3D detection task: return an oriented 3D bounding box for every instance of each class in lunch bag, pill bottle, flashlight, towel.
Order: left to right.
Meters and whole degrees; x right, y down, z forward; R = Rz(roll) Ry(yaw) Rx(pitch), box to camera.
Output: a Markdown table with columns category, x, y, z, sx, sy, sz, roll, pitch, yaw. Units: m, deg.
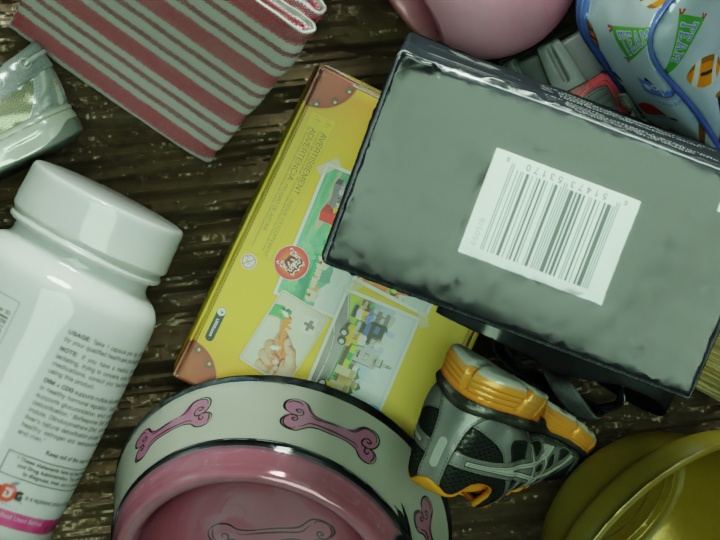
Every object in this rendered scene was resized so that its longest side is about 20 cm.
| category | x | y | z | sx | sy | sz | roll | pitch | yaw |
| --- | --- | --- | --- | --- | --- | --- | --- | --- | --- |
| pill bottle | -0.186 | 0.046 | 1.394 | 0.113 | 0.113 | 0.200 | 27 | 94 | -5 |
| towel | -0.110 | -0.142 | 1.353 | 0.146 | 0.200 | 0.030 | 36 | 61 | -6 |
| flashlight | 0.151 | -0.047 | 1.428 | 0.068 | 0.068 | 0.200 | -21 | 103 | 31 |
| lunch bag | 0.208 | -0.165 | 1.371 | 0.200 | 0.076 | 0.160 | -56 | 139 | -9 |

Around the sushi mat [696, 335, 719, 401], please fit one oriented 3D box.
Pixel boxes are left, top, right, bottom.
| category | x | y | z | sx | sy | sz | roll | pitch | yaw |
| --- | --- | --- | --- | --- | --- | --- | --- | --- | --- |
| sushi mat | 0.253 | 0.078 | 1.404 | 0.200 | 0.096 | 0.012 | 28 | 71 | -22 |

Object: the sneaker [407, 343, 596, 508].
| category | x | y | z | sx | sy | sz | roll | pitch | yaw |
| --- | --- | --- | --- | --- | --- | --- | --- | --- | --- |
| sneaker | 0.073 | 0.096 | 1.375 | 0.078 | 0.200 | 0.077 | 28 | 88 | 24 |

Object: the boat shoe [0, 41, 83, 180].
| category | x | y | z | sx | sy | sz | roll | pitch | yaw |
| --- | --- | --- | --- | --- | --- | --- | --- | --- | --- |
| boat shoe | -0.262 | -0.064 | 1.403 | 0.202 | 0.074 | 0.065 | -24 | 91 | -4 |

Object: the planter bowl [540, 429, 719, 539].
| category | x | y | z | sx | sy | sz | roll | pitch | yaw |
| --- | --- | --- | --- | --- | --- | --- | --- | --- | --- |
| planter bowl | 0.166 | 0.156 | 1.416 | 0.200 | 0.083 | 0.200 | -21 | 133 | -25 |

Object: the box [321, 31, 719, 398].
| category | x | y | z | sx | sy | sz | roll | pitch | yaw |
| --- | --- | --- | --- | --- | --- | --- | --- | --- | --- |
| box | 0.094 | -0.034 | 1.270 | 0.197 | 0.200 | 0.117 | 21 | 99 | 0 |

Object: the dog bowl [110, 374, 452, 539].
| category | x | y | z | sx | sy | sz | roll | pitch | yaw |
| --- | --- | --- | --- | --- | --- | --- | --- | --- | --- |
| dog bowl | -0.052 | 0.160 | 1.387 | 0.200 | 0.074 | 0.200 | 5 | 122 | 9 |

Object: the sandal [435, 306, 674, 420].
| category | x | y | z | sx | sy | sz | roll | pitch | yaw |
| --- | --- | --- | --- | --- | --- | --- | --- | --- | --- |
| sandal | 0.106 | 0.052 | 1.391 | 0.200 | 0.076 | 0.043 | 23 | 92 | -47 |

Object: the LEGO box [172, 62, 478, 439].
| category | x | y | z | sx | sy | sz | roll | pitch | yaw |
| --- | --- | --- | --- | --- | --- | --- | --- | --- | --- |
| LEGO box | 0.000 | 0.000 | 1.416 | 0.149 | 0.077 | 0.200 | 26 | 94 | -5 |

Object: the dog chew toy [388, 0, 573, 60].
| category | x | y | z | sx | sy | sz | roll | pitch | yaw |
| --- | --- | --- | --- | --- | --- | --- | --- | --- | --- |
| dog chew toy | 0.104 | -0.209 | 1.383 | 0.200 | 0.125 | 0.125 | -37 | 96 | -10 |
